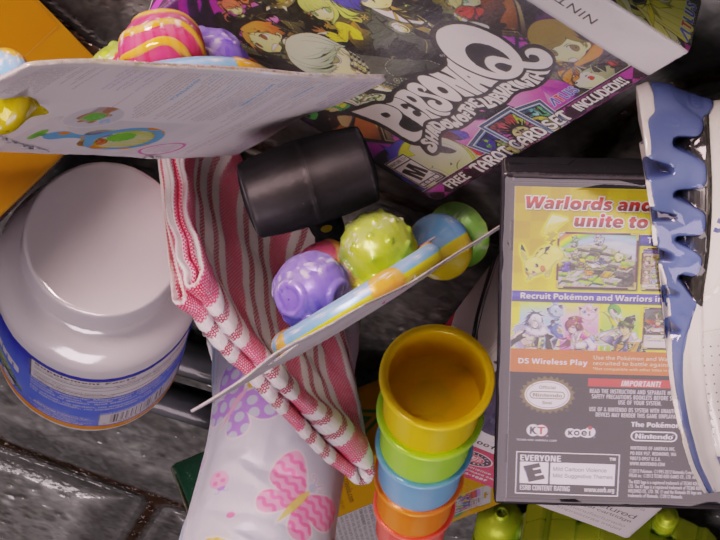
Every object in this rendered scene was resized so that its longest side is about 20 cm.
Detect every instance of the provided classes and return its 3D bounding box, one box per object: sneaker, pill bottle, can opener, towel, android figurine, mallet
[{"bbox_3d":[0.193,0.005,1.060,0.114,0.081,0.201,-7,112,9],"label":"sneaker"},{"bbox_3d":[-0.143,0.012,1.251,0.111,0.113,0.200,17,161,-3],"label":"pill bottle"},{"bbox_3d":[-0.118,0.062,1.435,0.199,0.053,0.066,17,-175,0],"label":"can opener"},{"bbox_3d":[-0.046,0.008,1.207,0.030,0.147,0.200,-23,138,16],"label":"towel"},{"bbox_3d":[0.161,0.185,1.495,0.181,0.041,0.200,10,156,5],"label":"android figurine"},{"bbox_3d":[-0.011,-0.035,1.173,0.066,0.041,0.200,-18,172,8],"label":"mallet"}]

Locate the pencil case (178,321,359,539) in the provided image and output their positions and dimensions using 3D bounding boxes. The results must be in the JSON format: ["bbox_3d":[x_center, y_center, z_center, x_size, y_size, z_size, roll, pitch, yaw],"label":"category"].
[{"bbox_3d":[-0.052,0.100,1.307,0.090,0.201,0.083,17,145,-17],"label":"pencil case"}]

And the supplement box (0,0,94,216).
[{"bbox_3d":[-0.256,-0.039,1.129,0.133,0.197,0.200,45,145,-7],"label":"supplement box"}]

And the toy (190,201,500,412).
[{"bbox_3d":[0.000,0.000,1.129,0.115,0.200,0.047,-33,85,33],"label":"toy"}]

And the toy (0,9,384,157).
[{"bbox_3d":[-0.101,-0.087,1.039,0.199,0.048,0.115,-6,169,-43],"label":"toy"}]

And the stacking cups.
[{"bbox_3d":[0.034,0.098,1.250,0.060,0.061,0.200,13,153,4],"label":"stacking cups"}]

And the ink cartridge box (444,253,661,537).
[{"bbox_3d":[0.127,0.055,1.257,0.144,0.085,0.200,21,150,-8],"label":"ink cartridge box"}]

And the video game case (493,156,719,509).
[{"bbox_3d":[0.166,0.033,1.134,0.199,0.026,0.182,1,115,3],"label":"video game case"}]

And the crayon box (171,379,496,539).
[{"bbox_3d":[-0.006,0.128,1.414,0.199,0.052,0.126,-21,148,-5],"label":"crayon box"}]

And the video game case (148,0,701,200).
[{"bbox_3d":[0.024,-0.118,1.061,0.181,0.036,0.200,30,147,-22],"label":"video game case"}]
